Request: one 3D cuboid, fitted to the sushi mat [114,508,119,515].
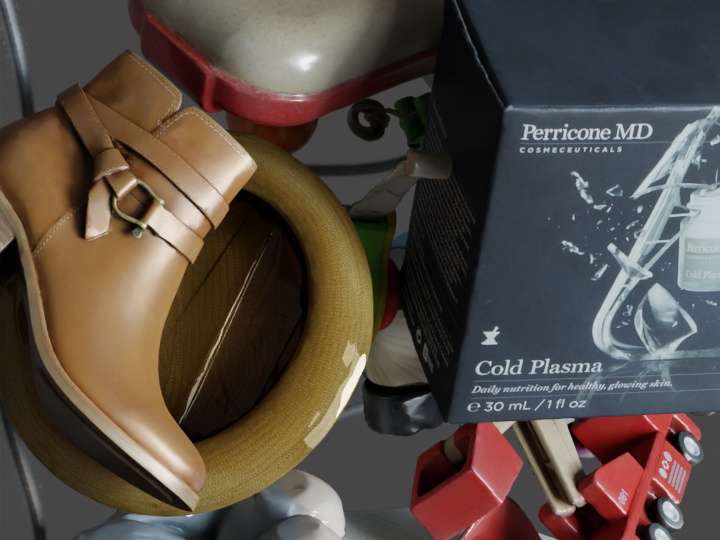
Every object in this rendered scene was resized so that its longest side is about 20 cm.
[{"bbox_3d":[-0.071,0.067,1.396,0.096,0.012,0.201,35,73,-46],"label":"sushi mat"}]

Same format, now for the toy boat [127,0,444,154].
[{"bbox_3d":[-0.035,-0.116,1.335,0.200,0.130,0.131,-25,147,-43],"label":"toy boat"}]

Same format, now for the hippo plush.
[{"bbox_3d":[-0.084,0.204,1.292,0.199,0.159,0.162,-24,120,-37],"label":"hippo plush"}]

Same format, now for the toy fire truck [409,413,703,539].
[{"bbox_3d":[0.110,0.105,1.373,0.141,0.049,0.200,45,34,-11],"label":"toy fire truck"}]

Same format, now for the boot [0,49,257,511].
[{"bbox_3d":[-0.104,0.002,1.217,0.155,0.074,0.200,-42,89,-18],"label":"boot"}]

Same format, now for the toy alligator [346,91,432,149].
[{"bbox_3d":[0.051,-0.089,1.472,0.199,0.054,0.060,-13,75,-43],"label":"toy alligator"}]

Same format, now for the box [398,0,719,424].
[{"bbox_3d":[0.136,-0.036,1.295,0.199,0.124,0.198,-2,127,-14],"label":"box"}]

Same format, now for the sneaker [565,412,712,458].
[{"bbox_3d":[0.156,0.077,1.615,0.199,0.081,0.089,13,91,-42],"label":"sneaker"}]

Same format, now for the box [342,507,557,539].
[{"bbox_3d":[0.021,0.211,1.463,0.199,0.097,0.125,3,101,-49],"label":"box"}]

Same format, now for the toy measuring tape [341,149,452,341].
[{"bbox_3d":[0.000,0.000,1.318,0.073,0.200,0.074,7,70,-21],"label":"toy measuring tape"}]

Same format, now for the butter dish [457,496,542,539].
[{"bbox_3d":[0.096,0.262,1.378,0.200,0.147,0.200,-50,136,-22],"label":"butter dish"}]

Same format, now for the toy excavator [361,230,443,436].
[{"bbox_3d":[0.078,0.005,1.496,0.193,0.200,0.101,-7,110,-4],"label":"toy excavator"}]

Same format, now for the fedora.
[{"bbox_3d":[-0.087,0.030,1.287,0.082,0.200,0.202,85,26,-77],"label":"fedora"}]

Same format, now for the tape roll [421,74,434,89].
[{"bbox_3d":[0.081,-0.187,1.370,0.037,0.202,0.204,3,97,-29],"label":"tape roll"}]
